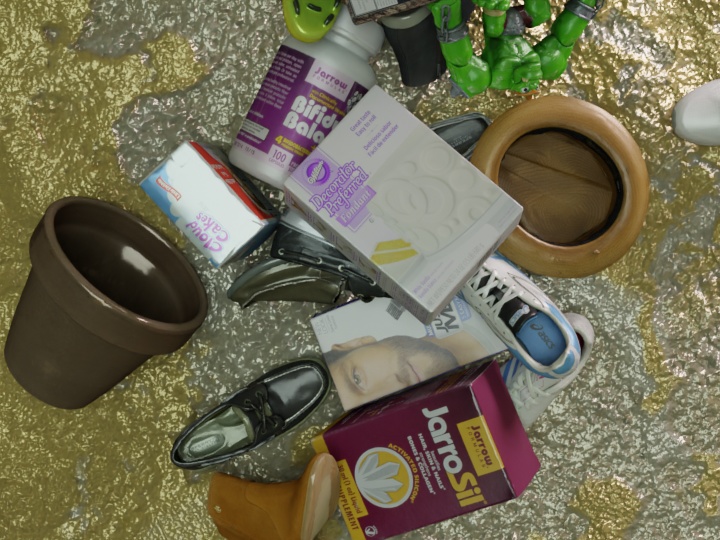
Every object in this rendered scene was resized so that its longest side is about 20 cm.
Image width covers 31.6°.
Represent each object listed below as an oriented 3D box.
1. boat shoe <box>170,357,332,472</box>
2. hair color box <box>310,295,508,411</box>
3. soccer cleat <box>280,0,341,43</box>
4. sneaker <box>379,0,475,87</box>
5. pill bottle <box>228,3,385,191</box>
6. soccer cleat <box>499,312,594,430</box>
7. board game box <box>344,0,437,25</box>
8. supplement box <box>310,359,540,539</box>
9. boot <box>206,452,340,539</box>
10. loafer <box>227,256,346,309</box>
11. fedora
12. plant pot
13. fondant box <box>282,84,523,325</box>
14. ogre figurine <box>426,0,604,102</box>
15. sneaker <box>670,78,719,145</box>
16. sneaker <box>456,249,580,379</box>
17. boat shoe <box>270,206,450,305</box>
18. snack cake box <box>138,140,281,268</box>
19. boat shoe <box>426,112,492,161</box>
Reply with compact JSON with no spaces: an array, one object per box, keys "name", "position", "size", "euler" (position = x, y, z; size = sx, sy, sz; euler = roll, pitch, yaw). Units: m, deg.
[{"name":"boat shoe","position":[-0.121,0.165,1.403],"size":[0.200,0.066,0.072],"euler":[-30,91,4]},{"name":"hair color box","position":[0.057,0.066,1.390],"size":[0.199,0.065,0.110],"euler":[-22,92,5]},{"name":"soccer cleat","position":[-0.065,-0.301,1.329],"size":[0.064,0.084,0.201],"euler":[12,50,-26]},{"name":"sneaker","position":[0.098,-0.292,1.370],"size":[0.200,0.107,0.075],"euler":[-42,55,-20]},{"name":"pill bottle","position":[-0.051,-0.182,1.354],"size":[0.112,0.112,0.201],"euler":[26,93,1]},{"name":"soccer cleat","position":[0.177,0.126,1.376],"size":[0.070,0.086,0.200],"euler":[39,95,0]},{"name":"board game box","position":[0.061,-0.356,1.244],"size":[0.198,0.097,0.160],"euler":[-14,132,9]},{"name":"supplement box","position":[0.069,0.195,1.349],"size":[0.199,0.103,0.132],"euler":[-23,91,24]},{"name":"boot","position":[-0.100,0.246,1.355],"size":[0.143,0.071,0.202],"euler":[25,132,21]},{"name":"loafer","position":[-0.048,0.007,1.385],"size":[0.198,0.075,0.070],"euler":[-20,88,4]},{"name":"fedora","position":[0.205,-0.087,1.359],"size":[0.199,0.082,0.203],"euler":[0,91,-8]},{"name":"plant pot","position":[-0.291,0.050,1.357],"size":[0.200,0.200,0.175],"euler":[41,111,0]},{"name":"fondant box","position":[0.041,-0.066,1.278],"size":[0.200,0.058,0.144],"euler":[40,78,11]},{"name":"ogre figurine","position":[0.162,-0.246,1.335],"size":[0.098,0.199,0.121],"euler":[32,135,34]},{"name":"sneaker","position":[0.432,-0.173,1.349],"size":[0.198,0.080,0.071],"euler":[-5,95,5]},{"name":"sneaker","position":[0.150,0.030,1.312],"size":[0.200,0.072,0.072],"euler":[44,89,12]},{"name":"boat shoe","position":[0.000,0.000,1.327],"size":[0.199,0.069,0.057],"euler":[26,88,4]},{"name":"snack cake box","position":[-0.148,-0.069,1.323],"size":[0.067,0.200,0.115],"euler":[-41,90,5]},{"name":"boat shoe","position":[0.053,-0.119,1.370],"size":[0.199,0.071,0.072],"euler":[-32,81,0]}]
